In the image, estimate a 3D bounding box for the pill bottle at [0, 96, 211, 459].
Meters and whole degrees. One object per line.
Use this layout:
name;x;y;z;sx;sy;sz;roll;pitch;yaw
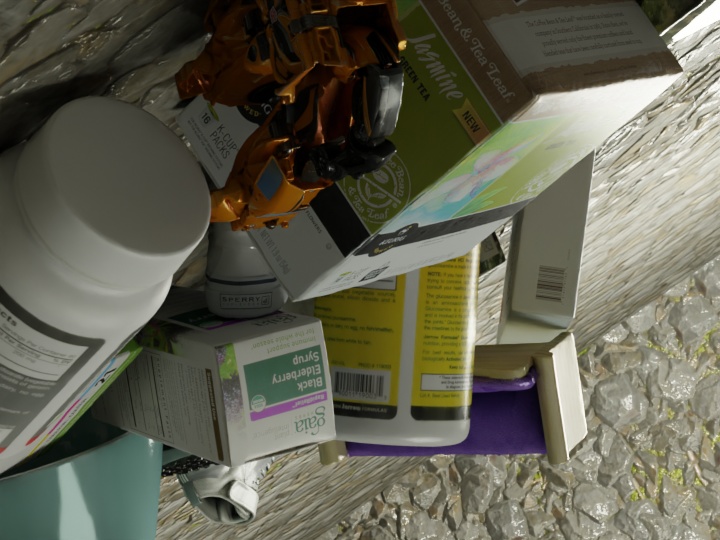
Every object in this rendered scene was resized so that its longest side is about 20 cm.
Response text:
pill bottle;-0.167;0.004;1.158;0.114;0.114;0.200;-22;163;-48

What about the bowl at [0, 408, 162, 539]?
bowl;-0.219;0.167;1.524;0.199;0.106;0.201;-13;-171;2

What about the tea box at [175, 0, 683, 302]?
tea box;0.042;-0.101;1.267;0.197;0.134;0.200;-41;167;30

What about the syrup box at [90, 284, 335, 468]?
syrup box;-0.102;0.064;1.423;0.078;0.082;0.199;-14;-168;-30

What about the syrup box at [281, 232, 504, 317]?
syrup box;0.000;0.000;1.629;0.199;0.079;0.081;-28;-170;-30

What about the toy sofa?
toy sofa;0.057;0.099;1.621;0.198;0.084;0.097;-3;-166;27

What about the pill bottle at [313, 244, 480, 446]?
pill bottle;0.025;0.014;1.512;0.111;0.202;0.112;4;-179;0

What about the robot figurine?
robot figurine;-0.034;-0.098;1.070;0.058;0.146;0.200;-9;163;-21

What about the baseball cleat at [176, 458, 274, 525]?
baseball cleat;-0.112;0.186;2.123;0.069;0.107;0.199;-25;171;36

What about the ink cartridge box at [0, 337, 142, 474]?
ink cartridge box;-0.252;0.083;1.343;0.199;0.076;0.148;-25;166;-45

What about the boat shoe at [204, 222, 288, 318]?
boat shoe;-0.063;-0.024;1.450;0.073;0.067;0.200;0;-168;-1

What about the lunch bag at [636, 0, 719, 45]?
lunch bag;0.221;-0.218;1.334;0.163;0.118;0.200;-29;163;-28

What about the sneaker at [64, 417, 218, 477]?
sneaker;-0.148;0.105;1.626;0.199;0.091;0.070;-19;169;11

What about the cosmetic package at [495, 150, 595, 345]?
cosmetic package;0.141;-0.047;1.671;0.051;0.202;0.151;8;166;3
